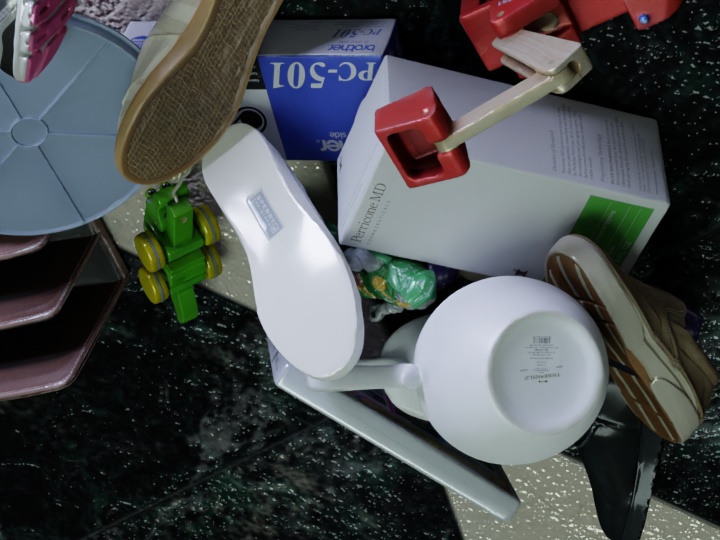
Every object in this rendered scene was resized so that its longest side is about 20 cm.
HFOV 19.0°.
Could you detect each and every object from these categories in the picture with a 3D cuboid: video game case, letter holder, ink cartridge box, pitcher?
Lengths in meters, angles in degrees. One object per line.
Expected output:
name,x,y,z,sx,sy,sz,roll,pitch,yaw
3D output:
video game case,0.020,0.106,1.597,0.199,0.182,0.024,32,96,-9
letter holder,-0.302,0.023,1.649,0.198,0.143,0.101,-7,129,26
ink cartridge box,-0.064,-0.125,1.492,0.198,0.044,0.095,1,133,19
pitcher,0.064,0.068,1.425,0.170,0.123,0.200,-6,-179,-17

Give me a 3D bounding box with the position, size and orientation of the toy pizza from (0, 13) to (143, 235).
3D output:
toy pizza,-0.230,-0.105,1.485,0.198,0.032,0.201,-7,135,-7

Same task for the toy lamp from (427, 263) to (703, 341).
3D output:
toy lamp,0.146,0.019,1.539,0.198,0.058,0.059,16,135,5

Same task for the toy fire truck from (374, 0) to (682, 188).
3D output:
toy fire truck,0.109,-0.138,1.328,0.199,0.142,0.049,-22,122,21

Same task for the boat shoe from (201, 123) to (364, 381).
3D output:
boat shoe,-0.045,-0.008,1.446,0.072,0.201,0.068,-40,150,11

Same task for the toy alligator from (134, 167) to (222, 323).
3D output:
toy alligator,-0.141,-0.037,1.590,0.054,0.059,0.201,52,158,31

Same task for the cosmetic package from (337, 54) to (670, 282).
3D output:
cosmetic package,0.092,-0.060,1.433,0.198,0.085,0.108,10,137,-13

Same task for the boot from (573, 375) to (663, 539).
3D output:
boot,0.149,0.116,1.617,0.161,0.074,0.200,11,130,9

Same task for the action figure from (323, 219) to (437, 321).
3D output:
action figure,0.000,0.000,1.507,0.118,0.055,0.200,33,172,-24

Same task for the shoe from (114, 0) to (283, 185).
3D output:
shoe,-0.106,-0.146,1.434,0.070,0.054,0.201,21,114,-31

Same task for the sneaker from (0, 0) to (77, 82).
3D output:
sneaker,-0.231,-0.214,1.350,0.087,0.074,0.201,12,128,15

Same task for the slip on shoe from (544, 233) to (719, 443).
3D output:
slip on shoe,0.188,0.035,1.440,0.076,0.061,0.200,28,160,51
